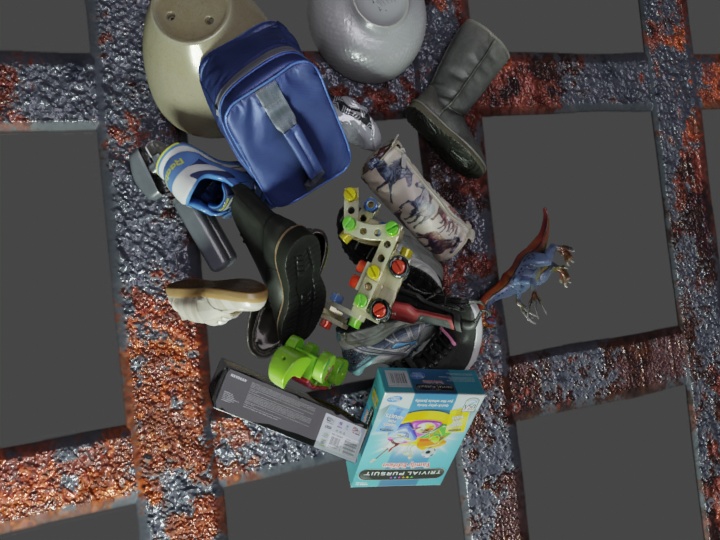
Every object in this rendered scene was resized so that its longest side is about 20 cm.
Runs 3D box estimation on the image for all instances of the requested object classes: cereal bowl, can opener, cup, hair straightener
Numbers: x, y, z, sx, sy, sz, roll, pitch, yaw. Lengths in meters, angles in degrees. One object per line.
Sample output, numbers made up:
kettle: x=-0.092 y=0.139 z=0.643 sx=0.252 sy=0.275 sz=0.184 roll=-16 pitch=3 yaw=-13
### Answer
cereal bowl: x=0.018 y=-0.402 z=0.920 sx=0.193 sy=0.083 sz=0.208 roll=1 pitch=86 yaw=-16
can opener: x=-0.251 y=-0.086 z=0.840 sx=0.066 sy=0.053 sz=0.204 roll=-27 pitch=96 yaw=15
cup: x=-0.203 y=-0.300 z=0.782 sx=0.193 sy=0.144 sz=0.207 roll=0 pitch=77 yaw=0
hair straightener: x=0.101 y=0.041 z=0.839 sx=0.077 sy=0.196 sz=0.042 roll=-45 pitch=124 yaw=-33

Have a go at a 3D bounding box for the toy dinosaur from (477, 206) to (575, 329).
toy dinosaur: x=0.263 y=0.018 z=0.997 sx=0.176 sy=0.106 sz=0.204 roll=-13 pitch=53 yaw=-5

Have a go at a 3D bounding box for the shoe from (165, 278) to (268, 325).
shoe: x=-0.185 y=0.042 z=0.779 sx=0.069 sy=0.196 sz=0.055 roll=-14 pitch=101 yaw=-45

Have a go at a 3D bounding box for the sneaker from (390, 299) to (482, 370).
sneaker: x=0.102 y=0.130 z=0.865 sx=0.097 sy=0.071 sz=0.204 roll=0 pitch=127 yaw=-37

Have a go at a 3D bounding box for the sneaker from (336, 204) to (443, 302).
sneaker: x=0.045 y=-0.031 z=0.920 sx=0.198 sy=0.074 sz=0.080 roll=39 pitch=37 yaw=-3

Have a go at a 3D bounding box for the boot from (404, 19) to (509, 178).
boot: x=0.183 y=-0.281 z=0.980 sx=0.182 sy=0.072 sz=0.202 roll=43 pitch=69 yaw=-13

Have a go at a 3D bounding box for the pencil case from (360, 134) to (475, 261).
pencil case: x=0.088 y=-0.107 z=0.920 sx=0.200 sy=0.089 sz=0.078 roll=46 pitch=58 yaw=-10

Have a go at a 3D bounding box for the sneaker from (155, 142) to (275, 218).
sneaker: x=-0.175 y=-0.106 z=0.810 sx=0.196 sy=0.083 sz=0.075 roll=5 pitch=126 yaw=-45

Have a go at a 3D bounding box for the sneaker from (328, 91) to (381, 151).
sneaker: x=-0.070 y=-0.215 z=0.887 sx=0.198 sy=0.075 sz=0.117 roll=36 pitch=78 yaw=-8

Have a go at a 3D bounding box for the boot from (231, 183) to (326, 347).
boot: x=-0.114 y=-0.006 z=0.791 sx=0.076 sy=0.204 sz=0.138 roll=-28 pitch=53 yaw=-35

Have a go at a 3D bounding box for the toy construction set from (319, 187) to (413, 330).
toy construction set: x=0.000 y=0.000 z=0.833 sx=0.128 sy=0.092 sz=0.205 roll=24 pitch=100 yaw=10

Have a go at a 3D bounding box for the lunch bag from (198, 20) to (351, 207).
lunch bag: x=-0.098 y=-0.179 z=0.744 sx=0.134 sy=0.134 sz=0.202 roll=-31 pitch=141 yaw=-1

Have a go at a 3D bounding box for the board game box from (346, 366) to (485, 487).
board game box: x=0.073 y=0.228 z=0.855 sx=0.146 sy=0.047 sz=0.204 roll=4 pitch=125 yaw=-17

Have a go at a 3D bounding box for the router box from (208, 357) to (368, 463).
router box: x=-0.103 y=0.184 z=0.806 sx=0.196 sy=0.157 sz=0.054 roll=26 pitch=80 yaw=-15

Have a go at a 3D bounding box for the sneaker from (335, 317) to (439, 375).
sneaker: x=0.057 y=0.101 z=0.917 sx=0.194 sy=0.078 sz=0.089 roll=-13 pitch=108 yaw=-15

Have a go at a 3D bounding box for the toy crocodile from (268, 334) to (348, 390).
toy crocodile: x=-0.064 y=0.133 z=0.807 sx=0.066 sy=0.200 sz=0.063 roll=23 pitch=82 yaw=17

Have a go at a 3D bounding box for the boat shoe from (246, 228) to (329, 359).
boat shoe: x=-0.106 y=0.031 z=0.864 sx=0.070 sy=0.060 sz=0.206 roll=27 pitch=79 yaw=-14
